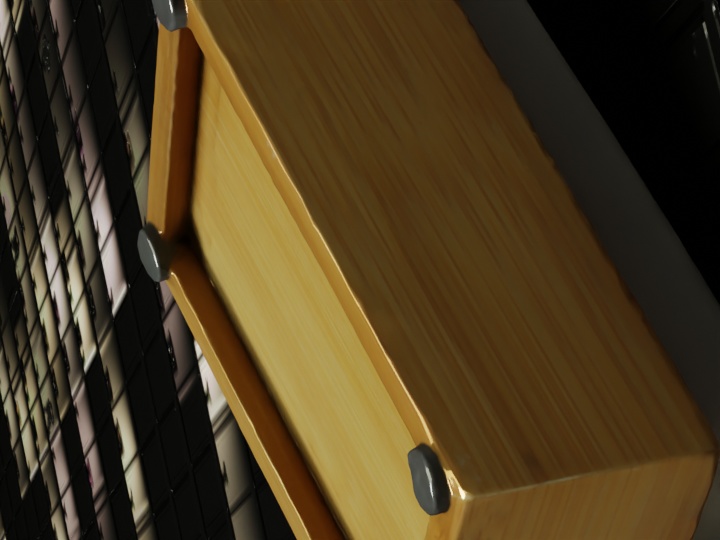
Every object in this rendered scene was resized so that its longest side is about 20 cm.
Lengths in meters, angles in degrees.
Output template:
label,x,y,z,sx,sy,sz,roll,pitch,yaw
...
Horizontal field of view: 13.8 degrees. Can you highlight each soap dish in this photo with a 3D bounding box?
label,x,y,z,sx,sy,sz,roll,pitch,yaw
soap dish,0.013,0.009,0.742,0.200,0.081,0.157,61,160,27
